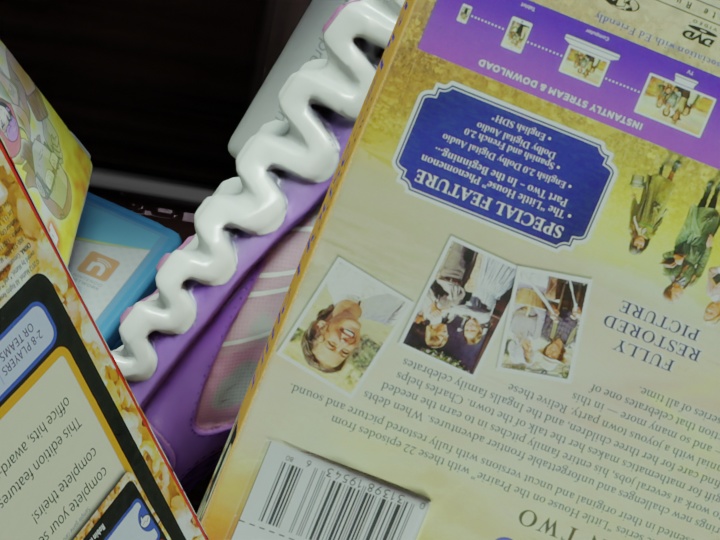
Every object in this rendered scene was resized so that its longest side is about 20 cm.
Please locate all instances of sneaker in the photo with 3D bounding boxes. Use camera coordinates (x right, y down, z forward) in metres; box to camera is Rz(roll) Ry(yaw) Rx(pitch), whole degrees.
[{"bbox_3d":[0.000,0.000,0.767,0.088,0.200,0.080,36,12,-3],"label":"sneaker"}]

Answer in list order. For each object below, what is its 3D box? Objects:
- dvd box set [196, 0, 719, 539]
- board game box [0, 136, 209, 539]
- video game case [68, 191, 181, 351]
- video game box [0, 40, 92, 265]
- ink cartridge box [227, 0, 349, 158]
[{"bbox_3d":[0.058,0.010,0.719,0.146,0.200,0.029,20,13,-5],"label":"dvd box set"},{"bbox_3d":[-0.100,0.081,0.653,0.046,0.200,0.152,-3,32,40],"label":"board game box"},{"bbox_3d":[-0.157,0.028,0.813,0.143,0.018,0.200,23,47,14],"label":"video game case"},{"bbox_3d":[-0.143,-0.016,0.727,0.047,0.182,0.200,-18,39,25],"label":"video game box"},{"bbox_3d":[0.086,-0.035,0.812,0.200,0.146,0.083,38,14,27],"label":"ink cartridge box"}]
